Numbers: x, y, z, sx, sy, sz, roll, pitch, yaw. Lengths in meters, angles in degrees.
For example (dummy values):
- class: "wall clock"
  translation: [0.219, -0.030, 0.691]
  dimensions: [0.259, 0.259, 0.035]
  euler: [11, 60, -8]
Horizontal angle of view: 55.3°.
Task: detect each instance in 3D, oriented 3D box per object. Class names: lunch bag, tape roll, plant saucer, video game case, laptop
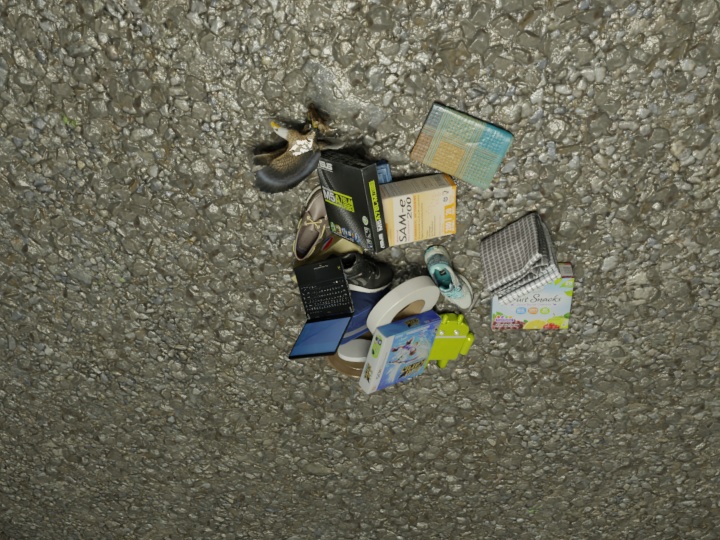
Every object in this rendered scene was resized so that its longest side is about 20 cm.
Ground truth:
- class: "lunch bag"
  translation: [-0.024, 0.086, 1.732]
  dimensions: [0.136, 0.198, 0.134]
  euler: [47, 137, 23]
- class: "tape roll"
  translation: [0.106, 0.094, 1.690]
  dimensions: [0.200, 0.037, 0.204]
  euler: [-29, 153, -16]
- class: "plant saucer"
  translation: [-0.002, 0.219, 1.891]
  dimensions: [0.195, 0.030, 0.203]
  euler: [2, 128, 3]
- class: "video game case"
  translation: [0.101, 0.204, 1.724]
  dimensions: [0.197, 0.045, 0.184]
  euler: [-14, 133, -38]
- class: "laptop"
  translation: [-0.108, 0.089, 1.597]
  dimensions: [0.175, 0.102, 0.204]
  euler: [-11, 95, 45]

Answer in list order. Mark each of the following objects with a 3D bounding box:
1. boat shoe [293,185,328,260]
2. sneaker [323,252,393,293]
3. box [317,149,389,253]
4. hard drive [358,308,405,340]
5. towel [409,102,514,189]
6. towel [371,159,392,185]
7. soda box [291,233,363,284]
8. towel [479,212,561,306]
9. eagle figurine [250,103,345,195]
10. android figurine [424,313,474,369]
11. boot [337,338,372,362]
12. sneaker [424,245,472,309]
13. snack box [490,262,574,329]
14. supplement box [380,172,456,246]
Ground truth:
- class: "boat shoe"
  translation: [-0.115, -0.112, 1.667]
  dimensions: [0.071, 0.060, 0.202]
  euler: [21, 127, -8]
- class: "sneaker"
  translation: [0.000, 0.000, 1.662]
  dimensions: [0.196, 0.077, 0.088]
  euler: [-2, 141, -24]
- class: "box"
  translation: [-0.020, -0.156, 1.530]
  dimensions: [0.047, 0.199, 0.197]
  euler: [-27, 121, -25]
- class: "hard drive"
  translation: [0.072, 0.127, 1.850]
  dimensions: [0.196, 0.033, 0.141]
  euler: [-16, 124, 17]
- class: "towel"
  translation: [0.224, -0.276, 1.530]
  dimensions: [0.196, 0.022, 0.148]
  euler: [20, 126, -7]
- class: "towel"
  translation: [0.030, -0.160, 1.621]
  dimensions: [0.109, 0.049, 0.203]
  euler: [-6, 127, 11]
- class: "soda box"
  translation: [-0.082, -0.031, 1.725]
  dimensions: [0.199, 0.065, 0.068]
  euler: [-35, 117, 29]
- class: "towel"
  translation: [0.360, -0.031, 1.590]
  dimensions: [0.164, 0.202, 0.086]
  euler: [-30, 119, 25]
- class: "eagle figurine"
  translation: [-0.147, -0.264, 1.505]
  dimensions: [0.151, 0.151, 0.201]
  euler: [43, 109, 17]
- class: "android figurine"
  translation: [0.221, 0.190, 1.857]
  dimensions: [0.178, 0.041, 0.202]
  euler: [3, 131, -20]
- class: "boot"
  translation: [0.038, 0.239, 1.832]
  dimensions: [0.195, 0.074, 0.097]
  euler: [-1, 128, -1]
- class: "sneaker"
  translation: [0.220, 0.037, 1.728]
  dimensions: [0.077, 0.087, 0.201]
  euler: [-28, 121, 21]
- class: "snack box"
  translation: [0.430, 0.066, 1.743]
  dimensions: [0.195, 0.068, 0.171]
  euler: [-1, 128, 5]
- class: "supplement box"
  translation: [0.117, -0.136, 1.574]
  dimensions: [0.195, 0.074, 0.128]
  euler: [-12, 125, -9]
